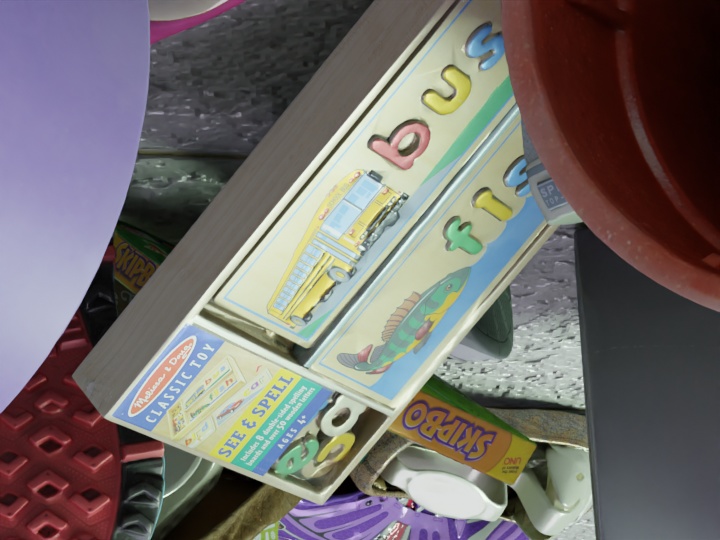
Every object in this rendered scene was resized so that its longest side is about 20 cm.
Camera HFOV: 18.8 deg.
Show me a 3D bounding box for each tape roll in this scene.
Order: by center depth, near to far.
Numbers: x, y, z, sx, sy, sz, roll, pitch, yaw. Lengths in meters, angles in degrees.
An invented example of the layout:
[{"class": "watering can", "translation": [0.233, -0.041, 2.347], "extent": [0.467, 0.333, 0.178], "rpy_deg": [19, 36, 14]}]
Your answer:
[{"class": "tape roll", "translation": [-0.157, -0.044, 0.594], "extent": [0.200, 0.201, 0.085], "rpy_deg": [-20, 151, 34]}, {"class": "tape roll", "translation": [0.128, 0.080, 0.908], "extent": [0.066, 0.201, 0.200], "rpy_deg": [-5, 157, 6]}]

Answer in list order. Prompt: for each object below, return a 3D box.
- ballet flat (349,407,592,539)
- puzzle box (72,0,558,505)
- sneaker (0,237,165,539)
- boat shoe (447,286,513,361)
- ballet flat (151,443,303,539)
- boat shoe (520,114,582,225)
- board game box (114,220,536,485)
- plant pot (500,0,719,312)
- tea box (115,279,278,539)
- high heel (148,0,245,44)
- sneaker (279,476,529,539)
[{"class": "ballet flat", "translation": [0.070, 0.106, 1.111], "extent": [0.199, 0.067, 0.068], "rpy_deg": [11, 120, -30]}, {"class": "puzzle box", "translation": [0.006, -0.013, 0.759], "extent": [0.200, 0.025, 0.133], "rpy_deg": [-51, 141, 9]}, {"class": "sneaker", "translation": [-0.113, 0.048, 0.813], "extent": [0.079, 0.201, 0.096], "rpy_deg": [-3, 159, -5]}, {"class": "boat shoe", "translation": [0.000, -0.001, 0.873], "extent": [0.065, 0.075, 0.202], "rpy_deg": [-11, 164, 23]}, {"class": "ballet flat", "translation": [-0.064, 0.079, 0.893], "extent": [0.068, 0.200, 0.073], "rpy_deg": [26, 124, 17]}, {"class": "boat shoe", "translation": [0.111, -0.063, 0.730], "extent": [0.070, 0.072, 0.201], "rpy_deg": [-15, 180, 31]}, {"class": "board game box", "translation": [-0.022, 0.033, 0.917], "extent": [0.200, 0.030, 0.095], "rpy_deg": [30, -179, -38]}, {"class": "plant pot", "translation": [0.172, -0.064, 0.613], "extent": [0.200, 0.202, 0.195], "rpy_deg": [-16, 161, 28]}, {"class": "tea box", "translation": [-0.144, 0.112, 0.957], "extent": [0.133, 0.198, 0.200], "rpy_deg": [-16, 154, 30]}, {"class": "high heel", "translation": [-0.073, -0.096, 0.685], "extent": [0.199, 0.068, 0.096], "rpy_deg": [-14, 176, 23]}, {"class": "sneaker", "translation": [0.016, 0.124, 1.160], "extent": [0.199, 0.081, 0.083], "rpy_deg": [10, 143, -32]}]
